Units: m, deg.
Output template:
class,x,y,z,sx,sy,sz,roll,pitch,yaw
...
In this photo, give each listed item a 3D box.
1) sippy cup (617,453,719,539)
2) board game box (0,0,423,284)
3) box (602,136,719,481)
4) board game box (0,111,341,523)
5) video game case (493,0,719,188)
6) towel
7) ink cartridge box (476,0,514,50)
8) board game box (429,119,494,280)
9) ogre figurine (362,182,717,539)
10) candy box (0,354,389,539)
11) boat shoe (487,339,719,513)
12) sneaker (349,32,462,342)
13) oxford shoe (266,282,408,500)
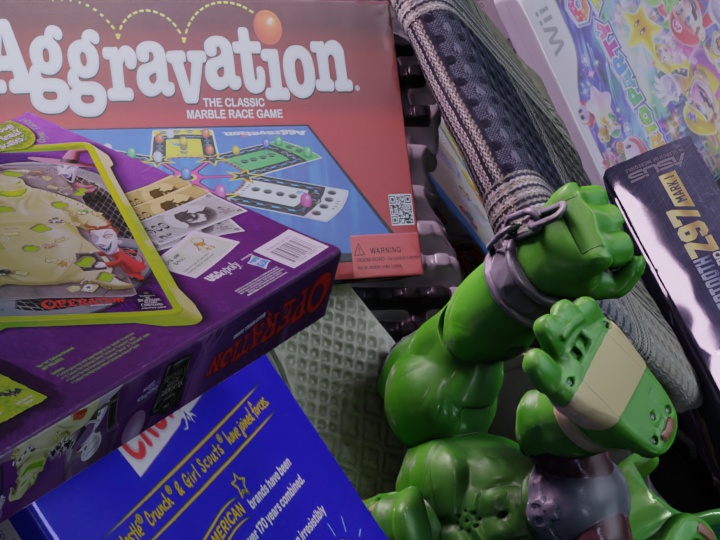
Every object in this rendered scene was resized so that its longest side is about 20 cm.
class,x,y,z,sx,sy,sz,roll,pitch,yaw
sippy cup,0.165,0.162,0.976,0.130,0.140,0.178,7,80,-74
board game box,-0.064,-0.043,0.808,0.200,0.019,0.103,-4,84,-40
box,0.180,0.058,1.129,0.200,0.051,0.158,66,1,-49
board game box,-0.105,0.012,0.647,0.120,0.032,0.200,28,30,20
video game case,0.160,-0.114,1.252,0.200,0.018,0.143,-34,103,-43
towel,0.071,-0.034,0.987,0.193,0.035,0.200,65,13,25
ink cartridge box,0.103,-0.152,1.322,0.200,0.083,0.147,50,26,-22
board game box,0.075,-0.005,1.165,0.200,0.034,0.134,52,24,-18
ogre figurine,0.059,0.085,0.809,0.098,0.120,0.200,-27,93,-40
candy box,-0.045,0.121,0.712,0.200,0.077,0.169,58,24,-5
boat shoe,0.115,0.084,1.076,0.200,0.074,0.060,47,38,-35
sneaker,0.000,0.000,0.963,0.081,0.075,0.200,105,-10,-57
oxford shoe,-0.027,0.041,0.868,0.075,0.058,0.200,-37,99,-42
